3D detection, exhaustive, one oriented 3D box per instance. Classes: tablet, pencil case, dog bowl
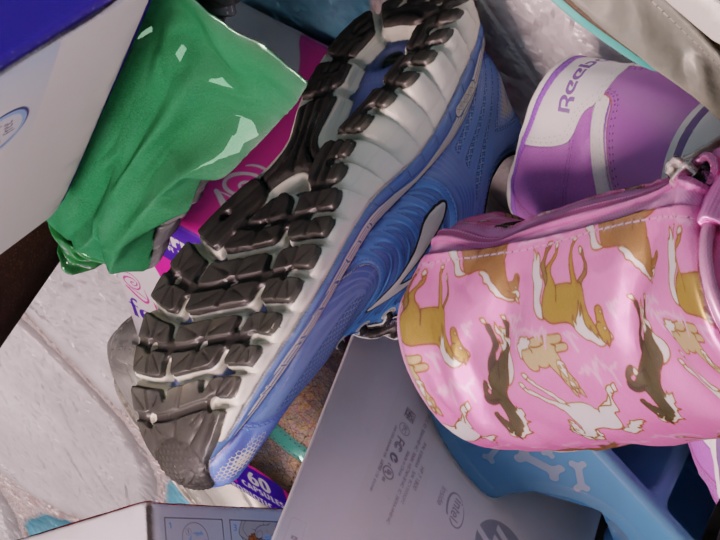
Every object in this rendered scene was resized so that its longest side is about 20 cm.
[{"bbox_3d":[0.032,0.090,1.050,0.014,0.201,0.130,-30,114,36],"label":"tablet"},{"bbox_3d":[0.086,0.011,0.918,0.082,0.087,0.200,0,173,-26],"label":"pencil case"},{"bbox_3d":[0.107,0.065,1.091,0.049,0.112,0.200,-28,111,42],"label":"dog bowl"}]

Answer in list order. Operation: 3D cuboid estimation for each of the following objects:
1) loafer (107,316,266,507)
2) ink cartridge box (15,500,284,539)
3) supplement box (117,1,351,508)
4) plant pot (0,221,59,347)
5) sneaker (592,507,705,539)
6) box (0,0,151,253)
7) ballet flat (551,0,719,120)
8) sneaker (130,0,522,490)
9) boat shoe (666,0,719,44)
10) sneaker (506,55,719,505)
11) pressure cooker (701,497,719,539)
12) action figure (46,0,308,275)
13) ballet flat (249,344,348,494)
[{"bbox_3d":[-0.047,0.098,1.408,0.200,0.070,0.070,54,158,-12],"label":"loafer"},{"bbox_3d":[-0.054,0.144,1.117,0.199,0.085,0.175,7,162,-42],"label":"ink cartridge box"},{"bbox_3d":[-0.024,0.007,1.177,0.101,0.103,0.201,28,152,28],"label":"supplement box"},{"bbox_3d":[-0.189,-0.048,1.198,0.200,0.198,0.201,32,154,17],"label":"plant pot"},{"bbox_3d":[0.145,0.156,1.186,0.200,0.071,0.098,29,146,-19],"label":"sneaker"},{"bbox_3d":[-0.177,-0.105,0.958,0.200,0.105,0.184,51,153,9],"label":"box"},{"bbox_3d":[0.120,-0.076,0.906,0.200,0.068,0.064,44,127,-11],"label":"ballet flat"},{"bbox_3d":[0.000,0.000,1.016,0.078,0.200,0.089,3,140,50],"label":"sneaker"},{"bbox_3d":[0.159,-0.071,0.836,0.200,0.074,0.060,38,136,-10],"label":"boat shoe"},{"bbox_3d":[0.112,0.007,1.038,0.114,0.073,0.201,22,140,41],"label":"sneaker"},{"bbox_3d":[0.202,0.120,0.962,0.176,0.179,0.200,43,154,-16],"label":"pressure cooker"},{"bbox_3d":[-0.079,-0.055,1.022,0.118,0.055,0.200,47,147,11],"label":"action figure"},{"bbox_3d":[0.026,0.064,1.124,0.067,0.199,0.068,39,115,33],"label":"ballet flat"}]
